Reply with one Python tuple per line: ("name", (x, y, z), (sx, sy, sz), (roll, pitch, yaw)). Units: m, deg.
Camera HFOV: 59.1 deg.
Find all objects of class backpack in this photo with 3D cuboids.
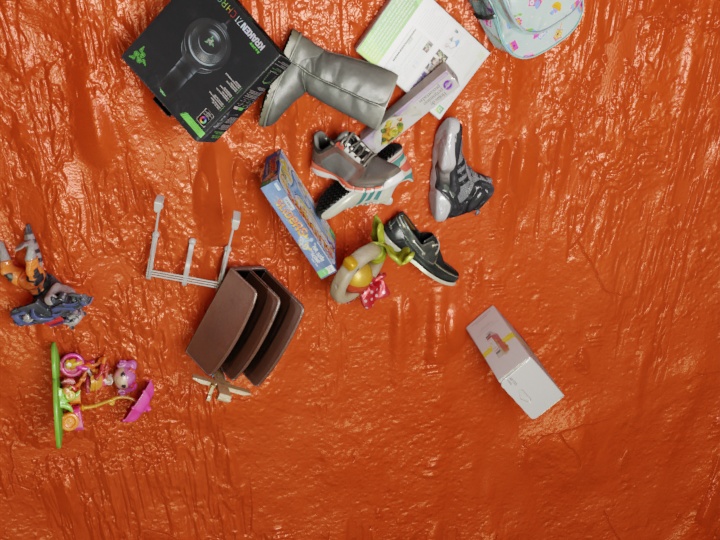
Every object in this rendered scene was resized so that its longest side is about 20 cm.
("backpack", (0.270, -0.451, 1.024), (0.174, 0.154, 0.201), (-33, 125, 1))

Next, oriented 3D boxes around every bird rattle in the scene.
("bird rattle", (0.000, 0.000, 1.182), (0.162, 0.113, 0.201), (-26, 160, -44))

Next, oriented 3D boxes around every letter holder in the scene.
("letter holder", (-0.215, 0.114, 1.198), (0.202, 0.142, 0.100), (-57, 157, 18))

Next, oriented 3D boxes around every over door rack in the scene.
("over door rack", (-0.302, -0.052, 1.144), (0.145, 0.067, 0.201), (10, 135, -16))

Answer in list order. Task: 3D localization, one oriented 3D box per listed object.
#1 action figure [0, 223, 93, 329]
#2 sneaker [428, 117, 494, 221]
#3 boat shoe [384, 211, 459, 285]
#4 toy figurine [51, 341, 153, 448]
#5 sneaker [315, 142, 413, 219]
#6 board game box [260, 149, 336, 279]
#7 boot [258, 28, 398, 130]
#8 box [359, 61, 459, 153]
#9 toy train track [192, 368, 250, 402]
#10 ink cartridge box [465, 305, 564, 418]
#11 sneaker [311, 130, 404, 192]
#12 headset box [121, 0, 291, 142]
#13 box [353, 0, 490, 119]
("action figure", (-0.546, 0.022, 1.124), (0.197, 0.105, 0.195), (-8, 127, 21))
("sneaker", (0.193, -0.188, 1.185), (0.112, 0.076, 0.203), (-4, 123, -10))
("boat shoe", (0.129, -0.039, 1.248), (0.199, 0.072, 0.068), (37, 109, -23))
("toy figurine", (-0.502, 0.231, 1.247), (0.181, 0.150, 0.204), (-4, 94, -25))
("sneaker", (0.014, -0.140, 1.163), (0.199, 0.070, 0.094), (-39, 123, -4))
("board game box", (-0.106, -0.101, 1.130), (0.034, 0.136, 0.201), (-25, 120, 12))
("boot", (-0.056, -0.289, 1.074), (0.198, 0.073, 0.183), (23, 111, -18))
("box", (0.082, -0.277, 1.102), (0.199, 0.042, 0.039), (-36, 122, 26))
("toy train track", (-0.277, 0.217, 1.222), (0.113, 0.200, 0.033), (21, 93, -21))
("ink cartridge box", (0.321, 0.189, 1.331), (0.083, 0.201, 0.145), (-40, 118, 11))
("sneaker", (-0.015, -0.191, 1.076), (0.077, 0.198, 0.083), (-38, 134, -38))
("headset box", (-0.239, -0.322, 0.982), (0.199, 0.093, 0.175), (-41, 94, 11))
("box", (0.106, -0.378, 1.090), (0.199, 0.036, 0.145), (32, 107, -26))
